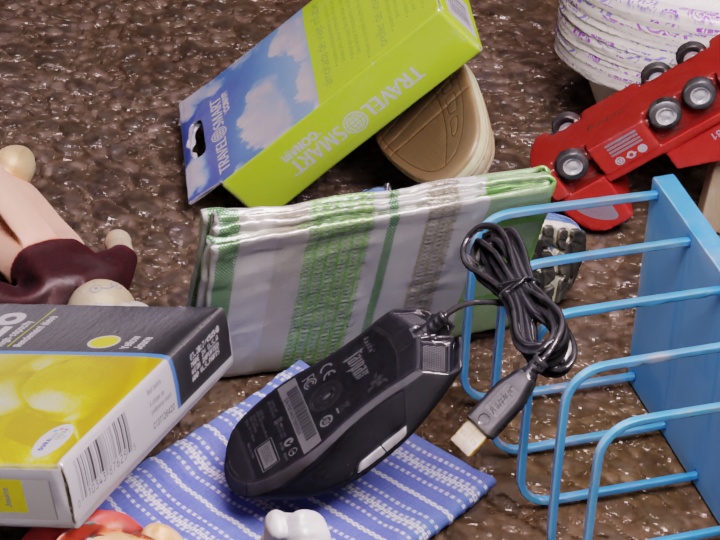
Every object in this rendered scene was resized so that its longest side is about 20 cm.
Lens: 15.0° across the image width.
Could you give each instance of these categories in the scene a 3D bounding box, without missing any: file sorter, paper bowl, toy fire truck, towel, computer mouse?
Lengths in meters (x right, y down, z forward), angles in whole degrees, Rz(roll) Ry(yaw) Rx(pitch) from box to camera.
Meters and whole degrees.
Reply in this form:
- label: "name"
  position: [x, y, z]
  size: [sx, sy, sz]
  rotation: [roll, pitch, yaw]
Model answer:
- label: "file sorter"
  position: [0.142, 0.068, 1.442]
  size: [0.122, 0.139, 0.200]
  rotation: [-9, 37, -16]
- label: "paper bowl"
  position: [0.226, -0.147, 1.781]
  size: [0.200, 0.105, 0.201]
  rotation: [4, 25, -2]
- label: "toy fire truck"
  position: [0.221, -0.069, 1.684]
  size: [0.200, 0.141, 0.049]
  rotation: [-29, 31, 19]
- label: "towel"
  position: [0.000, 0.000, 1.505]
  size: [0.199, 0.149, 0.031]
  rotation: [-10, 59, -17]
- label: "towel"
  position: [-0.044, 0.120, 1.435]
  size: [0.145, 0.024, 0.200]
  rotation: [29, 40, 29]
- label: "computer mouse"
  position: [0.028, 0.073, 1.397]
  size: [0.200, 0.046, 0.140]
  rotation: [-39, 33, 2]

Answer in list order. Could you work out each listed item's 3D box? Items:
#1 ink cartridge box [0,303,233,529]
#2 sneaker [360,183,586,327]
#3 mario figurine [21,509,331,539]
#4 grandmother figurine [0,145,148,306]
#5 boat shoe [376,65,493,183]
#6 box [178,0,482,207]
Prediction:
- label: "ink cartridge box"
  position: [-0.193, 0.070, 1.400]
  size: [0.199, 0.047, 0.198]
  rotation: [1, 24, 21]
- label: "sneaker"
  position: [0.034, -0.018, 1.602]
  size: [0.199, 0.079, 0.089]
  rotation: [-2, 37, -11]
- label: "mario figurine"
  position: [-0.080, 0.170, 1.286]
  size: [0.199, 0.106, 0.123]
  rotation: [21, 39, 19]
- label: "grandmother figurine"
  position: [-0.180, -0.004, 1.568]
  size: [0.121, 0.061, 0.200]
  rotation: [-24, 41, -24]
- label: "boat shoe"
  position: [0.045, -0.098, 1.707]
  size: [0.065, 0.072, 0.200]
  rotation: [41, 7, -31]
- label: "box"
  position: [-0.022, -0.118, 1.685]
  size: [0.048, 0.200, 0.122]
  rotation: [42, 21, -30]
